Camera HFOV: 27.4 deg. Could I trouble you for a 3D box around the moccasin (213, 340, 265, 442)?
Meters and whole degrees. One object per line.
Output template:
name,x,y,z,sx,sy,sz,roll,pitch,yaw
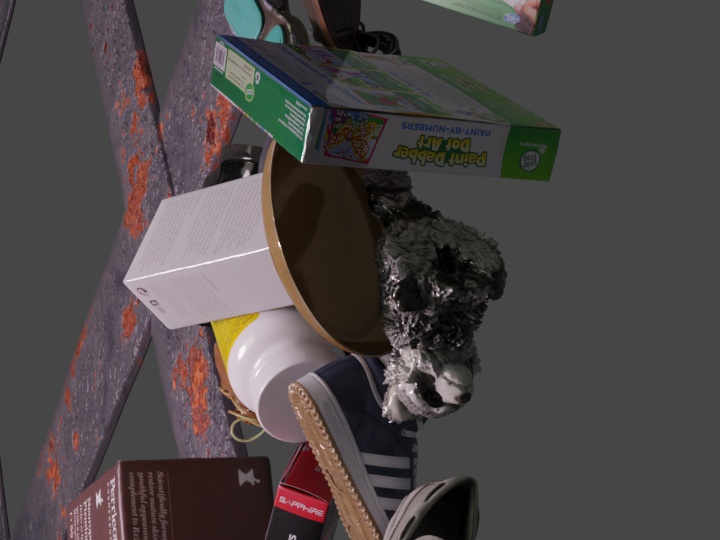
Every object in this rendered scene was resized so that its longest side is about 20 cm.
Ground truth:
moccasin,-0.096,0.120,1.426,0.201,0.073,0.079,21,116,60

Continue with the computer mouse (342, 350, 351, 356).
computer mouse,0.000,0.000,1.268,0.059,0.034,0.202,-36,50,41

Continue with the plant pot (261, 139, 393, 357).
plant pot,-0.018,-0.029,1.145,0.027,0.199,0.202,-16,71,31

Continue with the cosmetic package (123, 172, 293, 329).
cosmetic package,-0.097,-0.022,1.261,0.199,0.071,0.102,-12,44,37

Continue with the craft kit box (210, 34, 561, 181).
craft kit box,0.013,-0.120,1.077,0.200,0.196,0.049,-136,51,-58

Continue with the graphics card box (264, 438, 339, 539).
graphics card box,-0.055,0.245,1.287,0.126,0.050,0.202,-59,-13,-66

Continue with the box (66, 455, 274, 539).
box,-0.193,0.293,1.504,0.200,0.163,0.168,-40,53,57

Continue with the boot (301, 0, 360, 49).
boot,-0.066,-0.280,1.275,0.096,0.074,0.202,-9,100,38

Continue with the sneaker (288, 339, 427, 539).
sneaker,0.028,0.153,1.184,0.070,0.108,0.202,10,126,61

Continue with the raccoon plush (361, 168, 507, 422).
raccoon plush,0.048,0.021,1.137,0.201,0.096,0.135,-102,19,-51

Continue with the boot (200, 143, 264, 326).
boot,-0.112,-0.028,1.459,0.211,0.079,0.160,142,133,-71

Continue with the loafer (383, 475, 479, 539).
loafer,0.042,0.217,1.052,0.070,0.070,0.201,-42,14,32

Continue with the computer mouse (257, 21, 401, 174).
computer mouse,-0.046,-0.131,1.311,0.138,0.052,0.202,36,105,57

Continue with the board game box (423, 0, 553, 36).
board game box,0.055,-0.262,1.054,0.198,0.029,0.136,22,112,20

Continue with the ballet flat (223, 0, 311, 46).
ballet flat,-0.068,-0.191,1.286,0.201,0.071,0.072,-110,33,-47

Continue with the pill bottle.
pill bottle,-0.071,0.058,1.312,0.201,0.111,0.113,-115,37,-55
